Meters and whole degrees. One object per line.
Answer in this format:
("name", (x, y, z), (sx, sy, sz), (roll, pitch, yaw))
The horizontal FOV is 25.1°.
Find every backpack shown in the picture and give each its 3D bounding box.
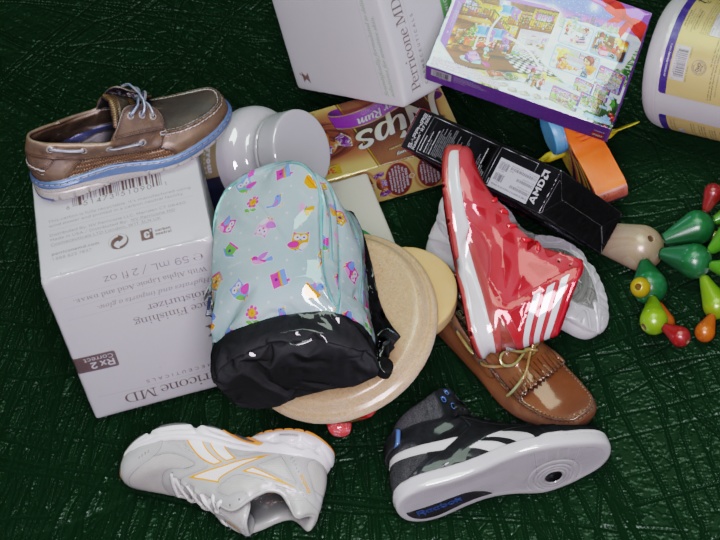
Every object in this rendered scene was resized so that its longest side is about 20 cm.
("backpack", (-0.058, 0.006, 1.426), (0.166, 0.127, 0.201), (-11, 56, 15))

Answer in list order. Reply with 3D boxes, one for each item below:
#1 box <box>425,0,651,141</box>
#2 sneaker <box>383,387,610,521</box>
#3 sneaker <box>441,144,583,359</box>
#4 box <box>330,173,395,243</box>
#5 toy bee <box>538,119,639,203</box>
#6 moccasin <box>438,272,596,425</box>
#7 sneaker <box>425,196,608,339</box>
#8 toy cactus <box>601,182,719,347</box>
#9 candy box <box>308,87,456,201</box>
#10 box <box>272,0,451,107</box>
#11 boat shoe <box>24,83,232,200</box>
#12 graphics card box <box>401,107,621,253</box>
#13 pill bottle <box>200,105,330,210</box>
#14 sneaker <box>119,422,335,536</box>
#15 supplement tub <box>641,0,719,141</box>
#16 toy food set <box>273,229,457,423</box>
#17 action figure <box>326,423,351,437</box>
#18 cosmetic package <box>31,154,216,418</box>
("box", (0.181, -0.228, 1.646), (0.199, 0.039, 0.138), (20, 75, 7))
("sneaker", (0.116, 0.145, 1.453), (0.199, 0.073, 0.112), (-14, 48, 0))
("sneaker", (0.140, -0.025, 1.479), (0.115, 0.078, 0.201), (-10, 81, 2))
("box", (0.000, 0.000, 1.612), (0.082, 0.069, 0.201), (-16, 47, -3))
("toy bee", (0.227, -0.150, 1.698), (0.130, 0.109, 0.201), (-1, 73, 2))
("moccasin", (0.142, 0.073, 1.507), (0.073, 0.078, 0.202), (-29, 56, -18))
("sneaker", (0.150, 0.006, 1.575), (0.200, 0.100, 0.078), (38, 49, 7))
("toy cactus", (0.300, -0.017, 1.564), (0.164, 0.102, 0.200), (16, 61, 36))
("candy box", (0.007, -0.129, 1.738), (0.199, 0.057, 0.117), (-17, 46, -3))
("box", (0.021, -0.310, 1.759), (0.171, 0.200, 0.199), (-32, 30, -29))
("boat shoe", (-0.214, -0.130, 1.497), (0.199, 0.073, 0.072), (-25, 46, -13))
("graphics card box", (0.148, -0.090, 1.599), (0.200, 0.125, 0.051), (28, 90, 41))
("pill bottle", (-0.129, -0.107, 1.657), (0.199, 0.111, 0.111), (-9, 39, 42))
("sneaker", (-0.126, 0.194, 1.459), (0.198, 0.076, 0.092), (-2, 52, 11))
("supplement tub", (0.405, -0.198, 1.662), (0.199, 0.146, 0.146), (17, 53, 24))
("toy food set", (-0.021, 0.050, 1.492), (0.197, 0.049, 0.201), (15, 68, 24))
("action figure", (-0.041, 0.083, 1.550), (0.051, 0.066, 0.201), (-2, 42, -21))
("cosmetic package", (-0.211, 0.003, 1.560), (0.164, 0.201, 0.166), (-14, 45, -2))
